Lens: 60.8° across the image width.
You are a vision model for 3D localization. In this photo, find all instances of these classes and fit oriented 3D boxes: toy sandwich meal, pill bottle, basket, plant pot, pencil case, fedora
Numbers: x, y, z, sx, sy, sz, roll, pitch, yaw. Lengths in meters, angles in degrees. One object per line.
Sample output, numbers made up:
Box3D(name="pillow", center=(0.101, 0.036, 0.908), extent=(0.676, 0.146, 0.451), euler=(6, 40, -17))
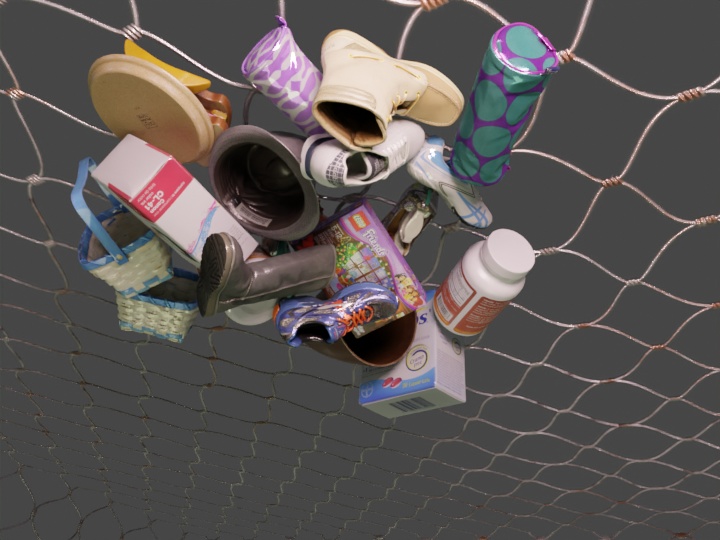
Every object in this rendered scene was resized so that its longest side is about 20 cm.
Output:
Box3D(name="toy sandwich meal", center=(-0.274, -0.228, 0.852), extent=(0.204, 0.071, 0.206), euler=(15, 148, 10))
Box3D(name="pill bottle", center=(-0.207, -0.003, 1.018), extent=(0.112, 0.200, 0.113), euler=(-15, 122, -27))
Box3D(name="basket", center=(-0.371, 0.020, 1.151), extent=(0.175, 0.139, 0.201), euler=(17, 116, -7))
Box3D(name="plant pot", center=(-0.026, 0.096, 1.168), extent=(0.186, 0.188, 0.199), euler=(30, 153, -27))
Box3D(name="pill bottle", center=(0.210, 0.021, 1.051), extent=(0.111, 0.113, 0.200), euler=(16, 144, -10))
Box3D(name="pencil case", center=(-0.060, -0.224, 0.800), extent=(0.086, 0.084, 0.200), euler=(-49, 127, 5))
Box3D(name="basket", center=(-0.387, -0.068, 0.976), extent=(0.138, 0.177, 0.201), euler=(-22, 124, -3))
Box3D(name="fedora", center=(-0.118, -0.134, 0.860), extent=(0.199, 0.090, 0.177), euler=(-23, 111, 46))
Box3D(name="pencil case", center=(0.178, -0.201, 0.776), extent=(0.092, 0.086, 0.200), euler=(-9, 148, -17))

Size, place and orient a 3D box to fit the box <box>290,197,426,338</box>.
Box3D(name="box", center=(0.000, 0.000, 0.985), extent=(0.136, 0.039, 0.201), euler=(-28, 112, 17))

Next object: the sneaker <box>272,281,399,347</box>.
Box3D(name="sneaker", center=(-0.034, 0.077, 0.948), extent=(0.198, 0.079, 0.076), euler=(-14, 130, -3))

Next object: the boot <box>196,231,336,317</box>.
Box3D(name="boot", center=(-0.120, -0.005, 0.856), extent=(0.199, 0.073, 0.182), euler=(-8, 157, -27))

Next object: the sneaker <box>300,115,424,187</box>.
Box3D(name="sneaker", center=(0.021, -0.145, 0.781), extent=(0.080, 0.199, 0.077), euler=(24, 129, 41))

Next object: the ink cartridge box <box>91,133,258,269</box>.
Box3D(name="ink cartridge box", center=(-0.261, -0.085, 0.875), extent=(0.147, 0.086, 0.200), euler=(26, 161, 43))

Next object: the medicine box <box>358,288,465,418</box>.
Box3D(name="medicine box", center=(0.100, 0.165, 1.192), extent=(0.181, 0.201, 0.103), euler=(-22, 140, 35))

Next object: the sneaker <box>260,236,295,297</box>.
Box3D(name="sneaker", center=(-0.144, -0.004, 1.135), extent=(0.079, 0.072, 0.201), euler=(-4, 141, -17))

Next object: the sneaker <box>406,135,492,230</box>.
Box3D(name="sneaker", center=(0.147, -0.124, 0.909), extent=(0.072, 0.072, 0.200), euler=(-45, 133, 12))

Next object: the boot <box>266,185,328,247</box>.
Box3D(name="boot", center=(-0.087, -0.091, 0.995), extent=(0.199, 0.075, 0.107), euler=(28, 135, -24))

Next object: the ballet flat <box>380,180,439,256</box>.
Box3D(name="ballet flat", center=(0.067, -0.064, 1.001), extent=(0.072, 0.072, 0.201), euler=(17, 143, -12))

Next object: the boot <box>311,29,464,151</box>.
Box3D(name="boot", center=(0.038, -0.198, 0.745), extent=(0.199, 0.156, 0.073), euler=(23, 135, -19))
